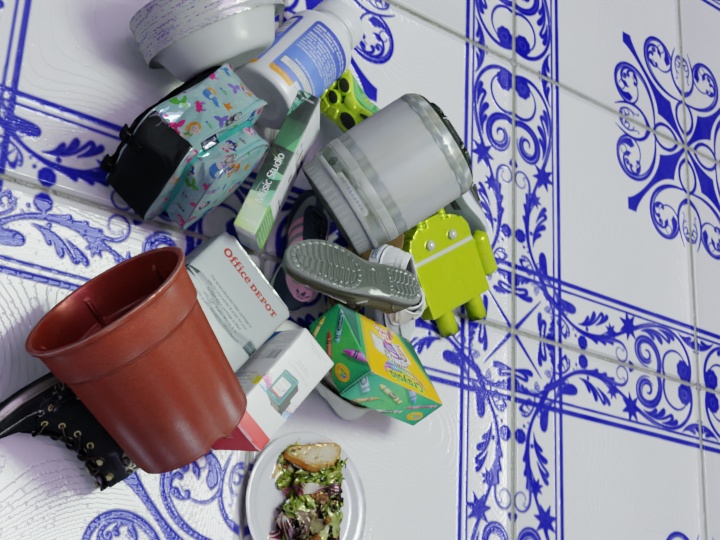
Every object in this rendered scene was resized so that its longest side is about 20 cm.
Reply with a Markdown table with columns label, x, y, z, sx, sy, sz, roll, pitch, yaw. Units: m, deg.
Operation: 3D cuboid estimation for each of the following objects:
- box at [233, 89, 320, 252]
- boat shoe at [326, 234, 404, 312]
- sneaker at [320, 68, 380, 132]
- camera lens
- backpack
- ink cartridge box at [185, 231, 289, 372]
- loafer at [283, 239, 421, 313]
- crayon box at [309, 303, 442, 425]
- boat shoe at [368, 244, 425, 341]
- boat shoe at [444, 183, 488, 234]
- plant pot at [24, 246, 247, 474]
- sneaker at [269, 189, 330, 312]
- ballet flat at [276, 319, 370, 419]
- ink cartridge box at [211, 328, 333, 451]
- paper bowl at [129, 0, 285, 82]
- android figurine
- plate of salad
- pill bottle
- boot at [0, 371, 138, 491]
| label | x | y | z | sx | sy | sz | roll | pitch | yaw |
| --- | --- | --- | --- | --- | --- | --- | --- | --- | --- |
| box | -0.109 | -0.130 | 1.572 | 0.036 | 0.144 | 0.200 | 23 | 81 | 2 |
| boat shoe | 0.000 | 0.000 | 1.723 | 0.073 | 0.063 | 0.200 | 33 | 50 | 3 |
| sneaker | -0.008 | -0.232 | 1.755 | 0.200 | 0.074 | 0.084 | 57 | 10 | 25 |
| camera lens | 0.041 | -0.134 | 1.611 | 0.200 | 0.160 | 0.160 | -33 | 100 | -3 |
| backpack | -0.207 | -0.164 | 1.506 | 0.151 | 0.178 | 0.200 | 40 | 49 | -4 |
| ink cartridge box | -0.207 | 0.068 | 1.503 | 0.147 | 0.083 | 0.200 | 55 | 51 | -13 |
| loafer | -0.017 | 0.020 | 1.581 | 0.200 | 0.070 | 0.075 | 20 | 49 | -20 |
| crayon box | 0.023 | 0.133 | 1.623 | 0.200 | 0.058 | 0.119 | 31 | 27 | -53 |
| boat shoe | 0.059 | 0.046 | 1.688 | 0.074 | 0.065 | 0.200 | -60 | 150 | -31 |
| boat shoe | 0.156 | -0.120 | 1.842 | 0.200 | 0.070 | 0.066 | 51 | 49 | -47 |
| plant pot | -0.236 | 0.108 | 1.323 | 0.201 | 0.201 | 0.195 | -48 | 118 | -38 |
| sneaker | -0.067 | -0.034 | 1.653 | 0.070 | 0.082 | 0.200 | 28 | 60 | -27 |
| ballet flat | -0.053 | 0.131 | 1.626 | 0.200 | 0.069 | 0.069 | 46 | 52 | -20 |
| ink cartridge box | -0.141 | 0.166 | 1.498 | 0.200 | 0.116 | 0.067 | -48 | 112 | -31 |
| paper bowl | -0.195 | -0.319 | 1.555 | 0.201 | 0.201 | 0.104 | -29 | 95 | -42 |
| android figurine | 0.131 | -0.005 | 1.816 | 0.182 | 0.041 | 0.200 | -25 | 103 | -30 |
| plate of salad | -0.064 | 0.314 | 1.572 | 0.200 | 0.048 | 0.200 | 14 | 68 | -37 |
| pill bottle | -0.084 | -0.303 | 1.690 | 0.112 | 0.112 | 0.200 | 51 | 58 | -16 |
| boot | -0.336 | 0.193 | 1.358 | 0.204 | 0.073 | 0.154 | -35 | 97 | -46 |
